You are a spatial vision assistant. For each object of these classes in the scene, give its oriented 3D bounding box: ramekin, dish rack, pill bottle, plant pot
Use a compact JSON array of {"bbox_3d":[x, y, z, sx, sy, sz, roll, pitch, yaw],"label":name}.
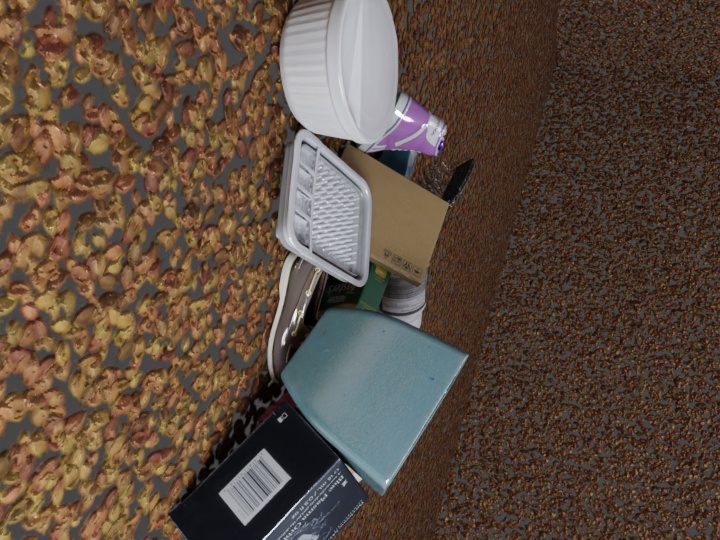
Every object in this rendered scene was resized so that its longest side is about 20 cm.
[{"bbox_3d":[-0.026,-0.266,0.811,0.202,0.094,0.204,5,90,-68],"label":"ramekin"},{"bbox_3d":[-0.051,-0.078,0.865,0.200,0.043,0.173,32,55,-53],"label":"dish rack"},{"bbox_3d":[0.078,0.027,1.270,0.114,0.113,0.201,-54,150,-48],"label":"pill bottle"},{"bbox_3d":[0.119,-0.148,1.171,0.055,0.200,0.154,44,49,-20],"label":"dish rack"},{"bbox_3d":[0.005,0.163,0.866,0.197,0.199,0.196,-53,166,-18],"label":"plant pot"}]

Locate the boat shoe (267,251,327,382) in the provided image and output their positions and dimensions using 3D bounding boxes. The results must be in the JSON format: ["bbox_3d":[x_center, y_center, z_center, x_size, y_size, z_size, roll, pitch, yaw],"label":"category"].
[{"bbox_3d":[-0.089,0.075,0.921,0.072,0.059,0.201,-8,110,-70],"label":"boat shoe"}]

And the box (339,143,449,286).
[{"bbox_3d":[0.034,-0.089,0.991,0.021,0.199,0.164,-42,-157,59],"label":"box"}]

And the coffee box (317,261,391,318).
[{"bbox_3d":[0.000,0.000,1.034,0.044,0.123,0.201,35,65,-30],"label":"coffee box"}]

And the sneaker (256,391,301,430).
[{"bbox_3d":[-0.098,0.219,0.983,0.096,0.079,0.200,97,18,-53],"label":"sneaker"}]

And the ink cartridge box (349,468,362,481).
[{"bbox_3d":[-0.016,0.304,1.110,0.199,0.076,0.148,-31,139,-21],"label":"ink cartridge box"}]

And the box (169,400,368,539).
[{"bbox_3d":[-0.108,0.312,0.832,0.197,0.117,0.200,-43,149,-15],"label":"box"}]

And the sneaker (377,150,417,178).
[{"bbox_3d":[0.061,-0.178,1.159,0.081,0.076,0.201,76,35,-55],"label":"sneaker"}]

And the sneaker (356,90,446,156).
[{"bbox_3d":[0.067,-0.207,0.990,0.073,0.114,0.200,-67,-163,-6],"label":"sneaker"}]
